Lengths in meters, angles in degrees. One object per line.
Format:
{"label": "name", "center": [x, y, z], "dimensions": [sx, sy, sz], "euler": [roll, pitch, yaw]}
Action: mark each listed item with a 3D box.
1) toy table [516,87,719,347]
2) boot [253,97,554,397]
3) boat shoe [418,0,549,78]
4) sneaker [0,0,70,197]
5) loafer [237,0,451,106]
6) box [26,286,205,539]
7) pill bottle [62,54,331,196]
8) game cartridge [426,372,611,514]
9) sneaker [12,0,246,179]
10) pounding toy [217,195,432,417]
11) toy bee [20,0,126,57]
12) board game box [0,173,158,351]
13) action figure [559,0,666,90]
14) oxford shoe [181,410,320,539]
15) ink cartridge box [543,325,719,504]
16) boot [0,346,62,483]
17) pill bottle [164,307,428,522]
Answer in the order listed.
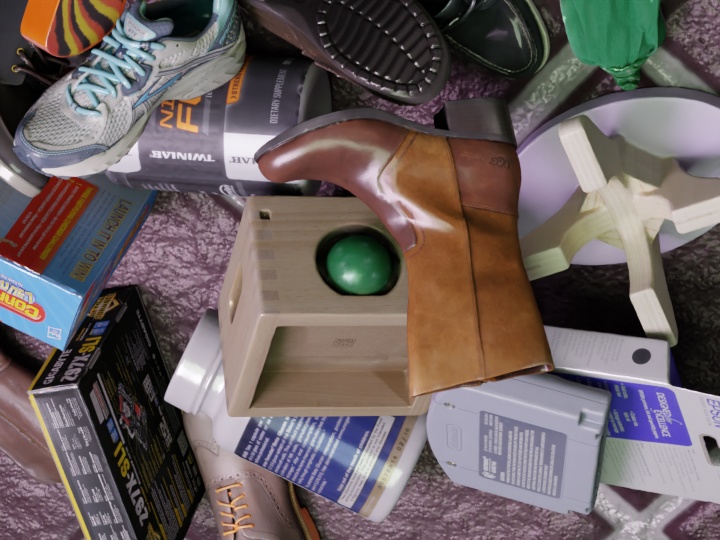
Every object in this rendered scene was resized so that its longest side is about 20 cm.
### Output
{"label": "toy table", "center": [0.189, -0.045, 1.580], "dimensions": [0.200, 0.117, 0.184], "euler": [-29, 108, 25]}
{"label": "boot", "center": [0.029, -0.010, 1.515], "dimensions": [0.187, 0.068, 0.201], "euler": [-5, 80, -12]}
{"label": "boat shoe", "center": [0.056, -0.204, 1.553], "dimensions": [0.074, 0.066, 0.200], "euler": [-33, 106, 26]}
{"label": "sneaker", "center": [-0.239, -0.152, 1.583], "dimensions": [0.106, 0.201, 0.075], "euler": [-34, 142, 16]}
{"label": "loafer", "center": [-0.014, -0.180, 1.564], "dimensions": [0.200, 0.071, 0.073], "euler": [37, 83, 21]}
{"label": "box", "center": [-0.190, 0.137, 1.744], "dimensions": [0.049, 0.160, 0.201], "euler": [-9, 116, 19]}
{"label": "pill bottle", "center": [-0.128, -0.110, 1.626], "dimensions": [0.199, 0.106, 0.107], "euler": [4, 119, 11]}
{"label": "game cartridge", "center": [0.116, 0.121, 1.621], "dimensions": [0.133, 0.042, 0.200], "euler": [19, 156, 11]}
{"label": "sneaker", "center": [-0.164, -0.144, 1.521], "dimensions": [0.078, 0.200, 0.086], "euler": [39, 151, 20]}
{"label": "pounding toy", "center": [0.000, 0.000, 1.612], "dimensions": [0.183, 0.143, 0.200], "euler": [0, 149, -13]}
{"label": "toy bee", "center": [-0.168, -0.246, 1.531], "dimensions": [0.131, 0.108, 0.200], "euler": [54, 130, 31]}
{"label": "board game box", "center": [-0.269, -0.053, 1.637], "dimensions": [0.195, 0.200, 0.056], "euler": [26, 125, 0]}
{"label": "action figure", "center": [0.174, -0.212, 1.525], "dimensions": [0.117, 0.055, 0.201], "euler": [-8, 125, 7]}
{"label": "oxford shoe", "center": [-0.092, 0.186, 1.797], "dimensions": [0.071, 0.073, 0.201], "euler": [-21, 111, 23]}
{"label": "ink cartridge box", "center": [0.197, 0.109, 1.628], "dimensions": [0.199, 0.044, 0.198], "euler": [10, 153, 23]}
{"label": "boot", "center": [-0.276, 0.078, 1.788], "dimensions": [0.200, 0.064, 0.186], "euler": [41, 132, -6]}
{"label": "pill bottle", "center": [-0.048, 0.109, 1.723], "dimensions": [0.199, 0.111, 0.111], "euler": [26, 121, -1]}
